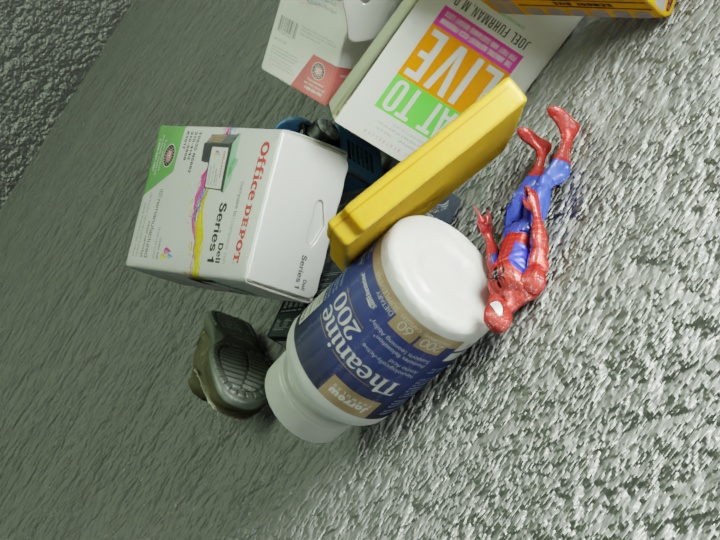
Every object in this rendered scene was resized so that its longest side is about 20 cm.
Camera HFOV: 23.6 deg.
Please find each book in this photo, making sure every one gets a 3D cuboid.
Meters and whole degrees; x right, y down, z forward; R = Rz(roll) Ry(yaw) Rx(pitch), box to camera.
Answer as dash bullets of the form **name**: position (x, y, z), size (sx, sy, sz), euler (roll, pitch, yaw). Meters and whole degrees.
- **book**: position (0.084, -0.185, 1.512), size (0.200, 0.133, 0.048), euler (-53, 20, 19)

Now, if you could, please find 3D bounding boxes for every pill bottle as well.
- **pill bottle**: position (0.010, 0.054, 1.383), size (0.200, 0.111, 0.111), euler (-44, 25, 37)

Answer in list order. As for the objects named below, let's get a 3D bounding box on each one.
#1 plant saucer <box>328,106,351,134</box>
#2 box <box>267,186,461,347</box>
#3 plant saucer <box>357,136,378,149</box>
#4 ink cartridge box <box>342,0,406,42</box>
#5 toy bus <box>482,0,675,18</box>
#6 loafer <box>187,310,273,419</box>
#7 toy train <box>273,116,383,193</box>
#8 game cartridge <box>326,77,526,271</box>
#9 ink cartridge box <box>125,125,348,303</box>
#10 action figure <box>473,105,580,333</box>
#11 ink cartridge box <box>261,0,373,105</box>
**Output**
- **plant saucer**: position (-0.001, -0.236, 1.738), size (0.200, 0.027, 0.201), euler (-167, 90, -83)
- **box**: position (0.000, 0.000, 1.569), size (0.200, 0.051, 0.158), euler (-8, 55, 65)
- **plant saucer**: position (0.042, -0.218, 1.798), size (0.200, 0.034, 0.201), euler (-47, 24, 28)
- **ink cartridge box**: position (0.079, -0.277, 1.523), size (0.068, 0.199, 0.116), euler (-98, -1, -58)
- **toy bus**: position (0.151, -0.245, 1.383), size (0.199, 0.078, 0.065), euler (8, 79, 37)
- **loafer**: position (-0.130, 0.106, 1.719), size (0.200, 0.075, 0.070), euler (-110, 42, -70)
- **toy train**: position (-0.068, -0.064, 1.725), size (0.200, 0.114, 0.087), euler (-48, 25, 27)
- **game cartridge**: position (0.048, -0.071, 1.361), size (0.176, 0.032, 0.200), euler (-39, -6, -5)
- **ink cartridge box**: position (-0.118, -0.056, 1.614), size (0.200, 0.084, 0.146), euler (7, 81, 49)
- **action figure**: position (0.124, -0.036, 1.338), size (0.065, 0.052, 0.201), euler (-28, 39, 46)
- **ink cartridge box**: position (-0.012, -0.263, 1.617), size (0.116, 0.067, 0.201), euler (35, 114, 46)
